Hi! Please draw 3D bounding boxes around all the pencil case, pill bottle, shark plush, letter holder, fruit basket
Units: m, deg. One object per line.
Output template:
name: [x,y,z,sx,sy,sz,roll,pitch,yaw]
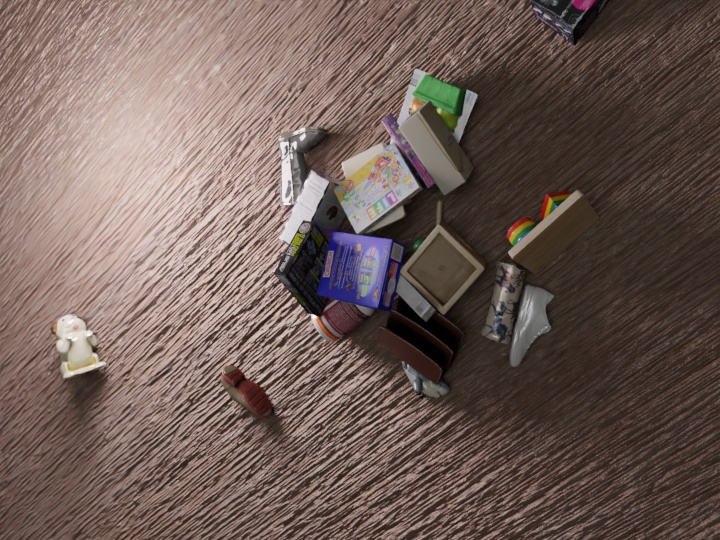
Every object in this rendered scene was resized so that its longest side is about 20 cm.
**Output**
pencil case: [0.351,0.080,1.488,0.076,0.089,0.206,12,98,11]
pill bottle: [-0.030,0.095,1.631,0.198,0.112,0.115,-37,79,19]
shark plush: [0.156,0.251,1.606,0.082,0.091,0.203,-29,59,1]
letter holder: [0.150,0.166,1.528,0.197,0.101,0.144,33,147,18]
fruit basket: [0.186,-0.387,1.553,0.182,0.093,0.205,28,117,20]

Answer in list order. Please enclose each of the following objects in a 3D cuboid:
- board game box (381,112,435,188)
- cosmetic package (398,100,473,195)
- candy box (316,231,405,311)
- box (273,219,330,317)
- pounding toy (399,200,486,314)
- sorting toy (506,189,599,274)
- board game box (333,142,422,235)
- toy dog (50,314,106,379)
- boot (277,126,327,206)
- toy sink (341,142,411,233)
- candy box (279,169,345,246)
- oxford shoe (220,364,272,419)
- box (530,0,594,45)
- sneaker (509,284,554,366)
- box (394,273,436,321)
board game box: [0.119,-0.300,1.521,0.032,0.120,0.202,-34,98,1]
cosmetic package: [0.187,-0.300,1.478,0.072,0.104,0.202,-30,104,34]
candy box: [0.000,0.000,1.522,0.196,0.076,0.174,11,84,36]
box: [-0.126,-0.002,1.554,0.043,0.201,0.163,12,63,32]
pounding toy: [0.206,-0.038,1.532,0.200,0.142,0.185,43,107,4]
sorting toy: [0.434,-0.100,1.393,0.200,0.197,0.070,-44,61,17]
board game box: [0.042,-0.203,1.513,0.198,0.034,0.137,-35,75,18]
toy dog: [-0.952,0.248,2.025,0.193,0.137,0.206,-24,83,58]
boot: [-0.163,-0.289,1.698,0.178,0.072,0.207,-7,83,36]
toy sink: [0.052,-0.207,1.589,0.128,0.111,0.205,-22,79,21]
candy box: [-0.111,-0.152,1.626,0.071,0.167,0.204,31,102,23]
oxford shoe: [-0.342,0.373,1.806,0.200,0.070,0.075,45,133,14]
box: [0.505,-0.653,1.385,0.132,0.114,0.202,42,105,17]
sneaker: [0.419,0.144,1.473,0.086,0.075,0.206,15,96,9]
box: [0.110,0.046,1.504,0.042,0.039,0.200,-46,55,4]
